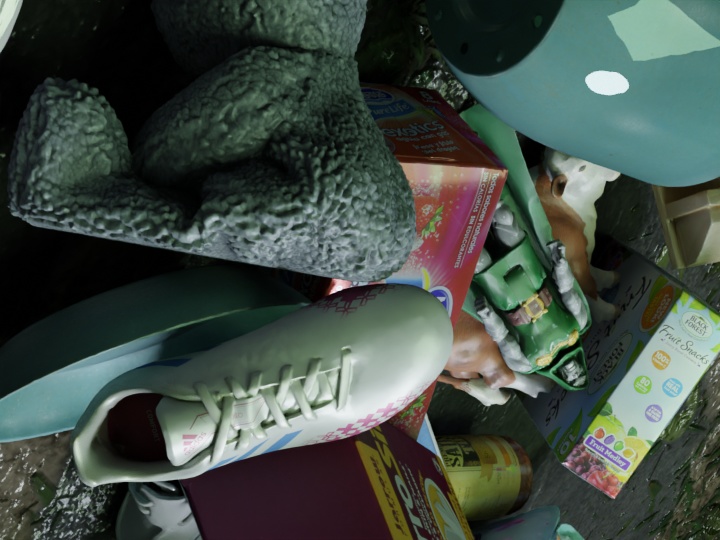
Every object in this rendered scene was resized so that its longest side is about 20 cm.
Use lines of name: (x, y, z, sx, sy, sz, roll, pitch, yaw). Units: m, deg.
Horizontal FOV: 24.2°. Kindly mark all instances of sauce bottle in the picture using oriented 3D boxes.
sauce bottle: (0.039, 0.152, 1.210, 0.199, 0.066, 0.067, 3, 119, -45)

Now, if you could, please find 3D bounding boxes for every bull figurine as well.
bull figurine: (0.116, 0.005, 1.154, 0.200, 0.065, 0.121, -45, 112, 3)

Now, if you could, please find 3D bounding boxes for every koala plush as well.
koala plush: (-0.047, -0.104, 0.820, 0.177, 0.182, 0.203, 13, 87, -68)

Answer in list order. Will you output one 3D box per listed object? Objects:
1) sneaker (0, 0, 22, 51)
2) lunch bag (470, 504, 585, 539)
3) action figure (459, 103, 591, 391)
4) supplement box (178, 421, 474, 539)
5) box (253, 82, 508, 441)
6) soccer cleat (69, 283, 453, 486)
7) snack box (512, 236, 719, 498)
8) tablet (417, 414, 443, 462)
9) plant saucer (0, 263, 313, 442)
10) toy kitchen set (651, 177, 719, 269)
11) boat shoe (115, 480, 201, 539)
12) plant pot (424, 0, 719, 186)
sneaker: (-0.210, -0.099, 0.701, 0.099, 0.075, 0.201, 21, 104, -55)
lunch bag: (0.096, 0.256, 1.270, 0.169, 0.123, 0.200, -17, 150, 17)
action figure: (0.097, 0.002, 1.087, 0.118, 0.055, 0.201, -37, 116, -2)
supplement box: (-0.003, 0.160, 0.933, 0.102, 0.132, 0.200, -27, 156, 11)
box: (0.000, 0.000, 0.986, 0.094, 0.100, 0.202, 1, 121, -27)
soccer cleat: (-0.050, 0.064, 0.815, 0.198, 0.071, 0.086, -20, -174, 17)
snack box: (0.181, 0.062, 1.199, 0.053, 0.200, 0.143, 32, 97, -10)
tablet: (-0.002, 0.139, 1.132, 0.129, 0.014, 0.202, -31, 117, -25)
plant saucer: (-0.120, 0.040, 0.893, 0.198, 0.036, 0.200, -20, 170, -4)
toy kitchen set: (0.262, -0.101, 1.083, 0.198, 0.180, 0.165, -9, 84, -39)
boat shoe: (-0.105, 0.111, 0.983, 0.065, 0.074, 0.200, 1, 140, -40)
plant pot: (0.133, -0.158, 0.943, 0.160, 0.201, 0.202, 7, 116, -37)
